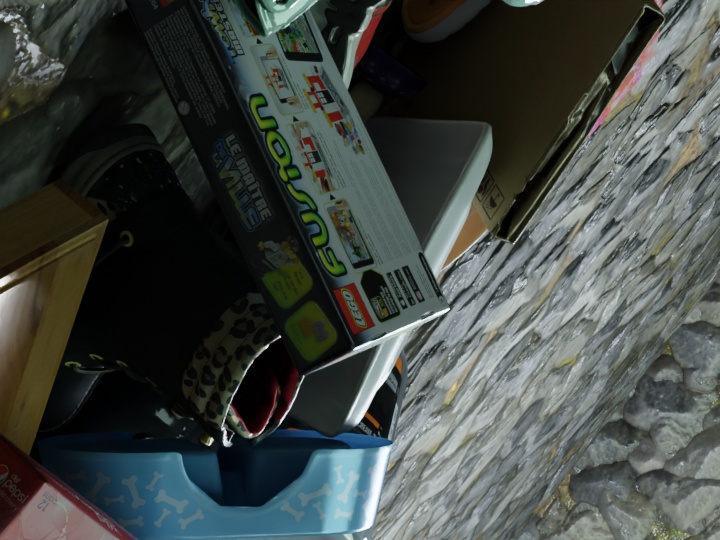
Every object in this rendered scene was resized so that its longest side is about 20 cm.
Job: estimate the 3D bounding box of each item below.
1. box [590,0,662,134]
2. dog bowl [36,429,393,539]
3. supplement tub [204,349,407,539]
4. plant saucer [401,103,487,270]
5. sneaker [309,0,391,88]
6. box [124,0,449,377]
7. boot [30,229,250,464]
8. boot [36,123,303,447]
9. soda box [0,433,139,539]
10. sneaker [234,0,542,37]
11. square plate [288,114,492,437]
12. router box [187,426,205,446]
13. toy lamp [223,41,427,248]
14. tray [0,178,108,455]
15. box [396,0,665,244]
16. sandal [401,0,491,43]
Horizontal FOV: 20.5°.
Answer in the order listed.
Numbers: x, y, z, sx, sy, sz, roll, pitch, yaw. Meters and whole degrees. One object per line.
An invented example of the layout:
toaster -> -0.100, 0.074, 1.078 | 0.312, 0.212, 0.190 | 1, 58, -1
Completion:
box -> 0.141, -0.176, 1.359 | 0.103, 0.095, 0.200 | -47, 163, -12
dog bowl -> -0.078, 0.117, 1.092 | 0.111, 0.198, 0.050 | -177, -92, -69
supplement tub -> -0.037, 0.103, 1.318 | 0.123, 0.122, 0.201 | 107, -3, -51
plant saucer -> 0.050, -0.068, 1.290 | 0.200, 0.032, 0.201 | -42, -158, 21
sneaker -> -0.009, -0.164, 1.056 | 0.201, 0.077, 0.085 | -58, -177, 21
box -> -0.034, -0.056, 0.964 | 0.035, 0.201, 0.110 | -27, 176, 29
boot -> -0.141, 0.063, 1.160 | 0.200, 0.066, 0.165 | -41, 142, 16
boot -> -0.113, 0.047, 1.018 | 0.073, 0.154, 0.204 | -18, 145, -45
soda box -> -0.133, 0.159, 0.977 | 0.070, 0.063, 0.200 | -49, 135, -7
sneaker -> 0.000, -0.153, 0.951 | 0.200, 0.074, 0.119 | 30, 98, -37
square plate -> 0.000, 0.000, 1.203 | 0.199, 0.028, 0.200 | -64, -158, -5
router box -> -0.167, 0.201, 1.392 | 0.200, 0.052, 0.158 | -44, 163, -26
toy lamp -> -0.035, -0.048, 1.222 | 0.201, 0.058, 0.058 | -54, 164, 7
tray -> -0.186, 0.057, 0.944 | 0.098, 0.037, 0.201 | -34, 155, -47
box -> 0.094, -0.137, 1.186 | 0.021, 0.200, 0.164 | 19, 117, -29
sandal -> 0.083, -0.215, 1.162 | 0.059, 0.079, 0.207 | 25, 122, -36
